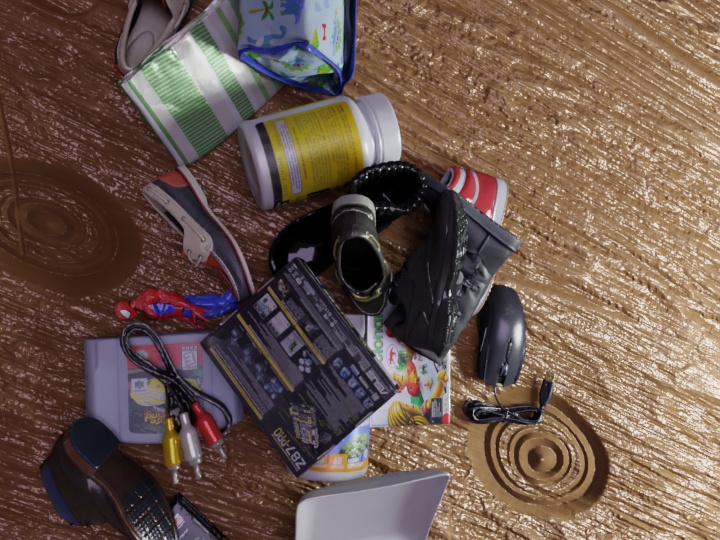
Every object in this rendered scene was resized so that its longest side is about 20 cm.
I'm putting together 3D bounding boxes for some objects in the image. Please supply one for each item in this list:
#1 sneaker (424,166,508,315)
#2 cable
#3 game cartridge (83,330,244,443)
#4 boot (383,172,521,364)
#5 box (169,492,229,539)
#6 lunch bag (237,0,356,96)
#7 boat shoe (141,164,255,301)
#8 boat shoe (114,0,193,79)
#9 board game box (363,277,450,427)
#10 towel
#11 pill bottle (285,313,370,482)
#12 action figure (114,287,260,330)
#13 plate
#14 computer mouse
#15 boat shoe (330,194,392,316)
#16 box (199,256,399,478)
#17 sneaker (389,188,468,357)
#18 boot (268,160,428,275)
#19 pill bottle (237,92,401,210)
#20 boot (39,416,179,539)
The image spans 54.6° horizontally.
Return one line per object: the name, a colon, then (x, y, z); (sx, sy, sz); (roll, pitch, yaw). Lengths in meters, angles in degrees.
sneaker: (0.138, -0.046, 0.983); (0.110, 0.071, 0.206); (16, 77, -18)
cable: (-0.221, 0.150, 0.852); (0.095, 0.050, 0.205); (-23, 96, -16)
game cartridge: (-0.247, 0.148, 0.889); (0.194, 0.041, 0.138); (-3, 93, -16)
boot: (0.093, -0.002, 0.927); (0.163, 0.066, 0.202); (36, 101, 3)
box: (-0.243, 0.415, 0.876); (0.159, 0.046, 0.201); (45, 78, -10)
lunch bag: (-0.063, -0.329, 0.882); (0.124, 0.199, 0.176); (2, 89, 18)
boat shoe: (-0.199, -0.040, 0.871); (0.062, 0.071, 0.202); (-30, 76, -23)
boat shoe: (-0.256, -0.330, 0.878); (0.070, 0.062, 0.205); (22, 82, -12)
board game box: (0.064, 0.112, 0.977); (0.122, 0.035, 0.207); (0, 88, -15)
towel: (-0.190, -0.243, 0.884); (0.200, 0.023, 0.154); (-46, 137, -14)
pill bottle: (-0.039, 0.158, 0.907); (0.109, 0.112, 0.207); (3, 88, -15)
action figure: (-0.210, 0.047, 0.887); (0.194, 0.065, 0.053); (1, 72, -16)
plate: (0.005, 0.320, 0.904); (0.194, 0.033, 0.203); (-6, 135, -16)
computer mouse: (0.231, 0.130, 1.017); (0.136, 0.046, 0.206); (11, 86, -14)
boat shoe: (0.000, 0.000, 0.856); (0.069, 0.204, 0.062); (-7, 50, 7)
box: (-0.072, 0.114, 0.834); (0.160, 0.049, 0.201); (-40, 83, 2)
sneaker: (0.083, 0.001, 0.862); (0.088, 0.076, 0.206); (10, 94, 17)
boot: (-0.022, -0.062, 0.893); (0.209, 0.158, 0.081); (-35, 93, -14)
pill bottle: (-0.053, -0.160, 0.911); (0.195, 0.114, 0.118); (-18, 93, -15)
boot: (-0.303, 0.279, 0.843); (0.096, 0.075, 0.202); (-34, 92, 26)
